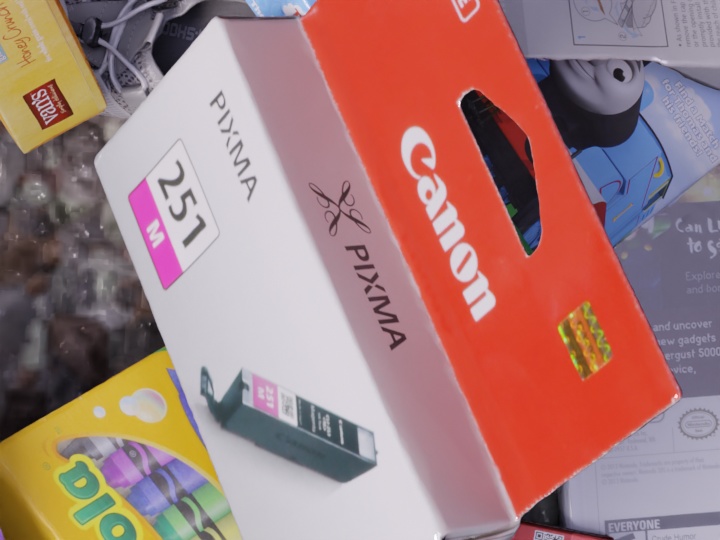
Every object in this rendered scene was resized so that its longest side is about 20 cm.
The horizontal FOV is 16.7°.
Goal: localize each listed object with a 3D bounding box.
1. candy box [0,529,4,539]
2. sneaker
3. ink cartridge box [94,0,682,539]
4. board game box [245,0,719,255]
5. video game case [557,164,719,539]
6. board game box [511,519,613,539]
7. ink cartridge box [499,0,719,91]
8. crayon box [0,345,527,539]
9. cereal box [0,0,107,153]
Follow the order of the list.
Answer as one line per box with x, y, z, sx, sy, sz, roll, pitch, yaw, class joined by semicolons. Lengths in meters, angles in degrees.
-0.205;0.103;0.745;0.199;0.071;0.169;-5;69;-46;candy box
-0.090;-0.093;0.914;0.198;0.082;0.075;7;89;-6;sneaker
0.000;0.000;0.806;0.043;0.174;0.201;-6;64;-40;ink cartridge box
0.075;-0.090;0.914;0.200;0.037;0.152;-37;93;-32;board game box
0.173;0.036;0.972;0.198;0.023;0.183;-4;91;-5;video game case
0.029;0.192;0.946;0.102;0.019;0.202;10;89;9;board game box
0.124;-0.144;0.917;0.198;0.050;0.162;-1;74;-15;ink cartridge box
-0.051;0.092;0.871;0.199;0.052;0.126;-31;76;-36;crayon box
-0.159;-0.154;0.840;0.039;0.144;0.201;-29;66;-4;cereal box
